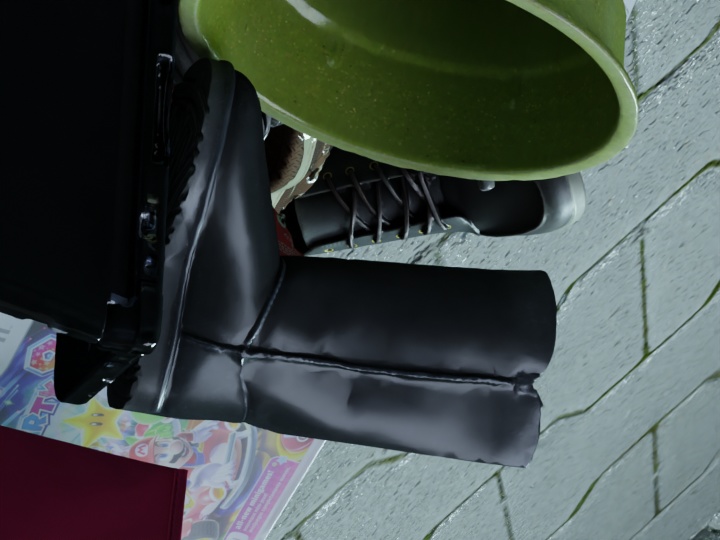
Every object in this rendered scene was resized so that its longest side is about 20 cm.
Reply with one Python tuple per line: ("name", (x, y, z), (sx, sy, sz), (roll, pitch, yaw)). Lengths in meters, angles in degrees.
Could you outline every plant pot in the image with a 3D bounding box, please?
("plant pot", (0.041, -0.168, 1.142), (0.200, 0.199, 0.191), (81, 22, -67))

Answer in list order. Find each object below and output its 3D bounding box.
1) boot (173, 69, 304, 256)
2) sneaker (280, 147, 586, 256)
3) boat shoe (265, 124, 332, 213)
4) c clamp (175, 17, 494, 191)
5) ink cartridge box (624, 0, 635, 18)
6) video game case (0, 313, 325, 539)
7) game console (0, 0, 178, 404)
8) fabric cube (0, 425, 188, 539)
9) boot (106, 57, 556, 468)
("boot", (-0.056, -0.041, 1.250), (0.199, 0.145, 0.072), (20, 162, -33))
("sneaker", (0.030, -0.038, 1.439), (0.106, 0.075, 0.200), (-29, -159, -30))
("boat shoe", (-0.043, -0.076, 1.349), (0.075, 0.075, 0.202), (-33, 174, -25))
("c clamp", (-0.016, -0.107, 1.239), (0.027, 0.172, 0.200), (-12, -178, 45))
("ink cartridge box", (0.111, -0.206, 1.287), (0.201, 0.076, 0.136), (-68, 161, -6))
("video game case", (-0.122, 0.087, 1.274), (0.199, 0.018, 0.143), (17, 118, -29))
("game console", (-0.139, -0.063, 1.083), (0.116, 0.201, 0.176), (8, 162, -19))
("fabric cube", (-0.205, 0.195, 1.180), (0.201, 0.199, 0.196), (-87, -161, -44))
("boot", (0.000, 0.001, 1.185), (0.199, 0.066, 0.166), (10, 105, -20))
